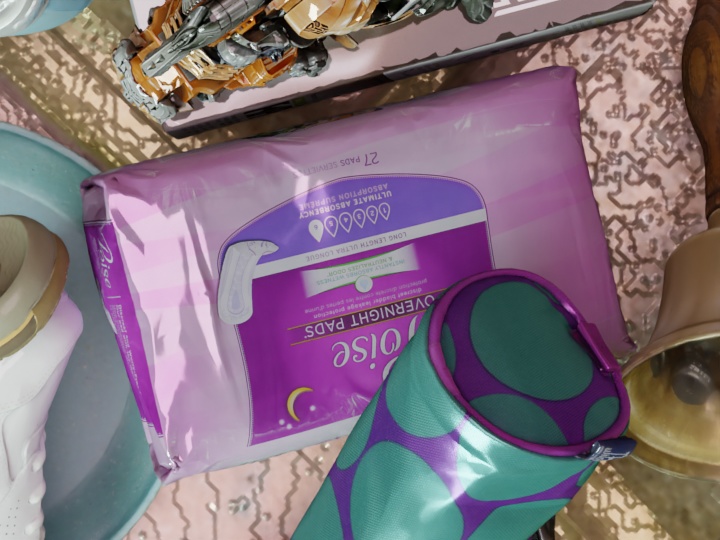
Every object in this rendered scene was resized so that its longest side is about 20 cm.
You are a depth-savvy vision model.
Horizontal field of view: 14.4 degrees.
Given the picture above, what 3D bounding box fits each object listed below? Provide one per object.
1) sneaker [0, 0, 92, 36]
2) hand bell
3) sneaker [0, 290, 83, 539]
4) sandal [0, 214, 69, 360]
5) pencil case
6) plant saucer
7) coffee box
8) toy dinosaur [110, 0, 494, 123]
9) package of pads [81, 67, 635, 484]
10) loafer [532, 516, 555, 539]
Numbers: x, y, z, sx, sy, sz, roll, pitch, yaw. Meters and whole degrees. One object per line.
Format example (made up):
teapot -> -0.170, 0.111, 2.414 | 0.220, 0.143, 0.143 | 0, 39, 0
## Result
sneaker -> -0.192, -0.141, 1.143 | 0.200, 0.082, 0.074 | 30, 103, 22
hand bell -> 0.144, -0.028, 1.108 | 0.104, 0.104, 0.200 | 2, 54, 0
sneaker -> -0.148, 0.099, 1.110 | 0.099, 0.078, 0.200 | 28, 102, -10
sandal -> -0.205, 0.011, 1.074 | 0.200, 0.054, 0.080 | -13, 52, 21
pencil case -> 0.026, 0.096, 1.054 | 0.092, 0.200, 0.085 | 0, 48, -33
plant saucer -> -0.167, 0.036, 1.152 | 0.199, 0.036, 0.201 | 0, 95, -1
coffee box -> 0.007, -0.131, 1.130 | 0.199, 0.080, 0.113 | -14, 90, 1
toy dinosaur -> -0.008, -0.112, 1.019 | 0.200, 0.136, 0.102 | -5, 111, 42
package of pads -> 0.000, 0.000, 1.108 | 0.200, 0.076, 0.121 | -15, 94, -14
loafer -> 0.056, 0.154, 1.144 | 0.072, 0.063, 0.201 | -6, 91, 0
